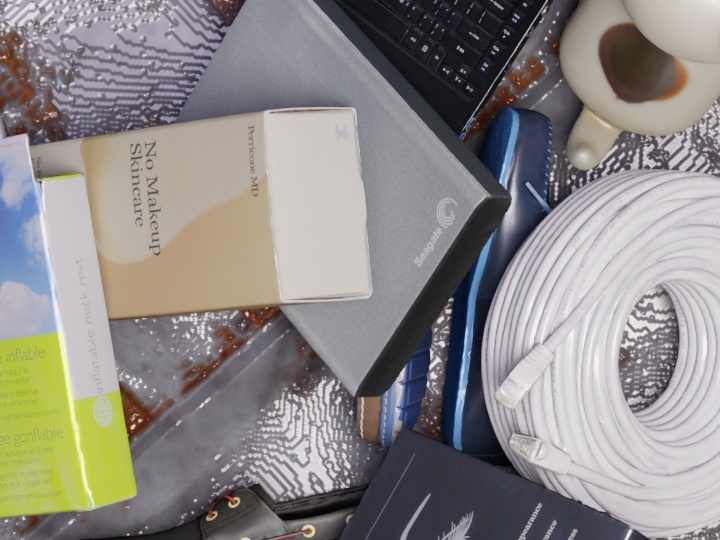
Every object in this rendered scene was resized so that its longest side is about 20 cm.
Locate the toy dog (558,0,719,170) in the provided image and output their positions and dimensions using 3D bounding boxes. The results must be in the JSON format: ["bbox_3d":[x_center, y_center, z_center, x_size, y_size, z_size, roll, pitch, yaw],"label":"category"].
[{"bbox_3d":[0.169,-0.153,1.545,0.194,0.200,0.140,-44,88,-10],"label":"toy dog"}]

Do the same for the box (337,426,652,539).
[{"bbox_3d":[0.074,0.188,1.516,0.104,0.200,0.148,35,82,-37],"label":"box"}]

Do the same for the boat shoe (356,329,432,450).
[{"bbox_3d":[0.000,0.000,1.624,0.072,0.072,0.201,0,87,11],"label":"boat shoe"}]

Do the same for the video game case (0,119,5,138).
[{"bbox_3d":[-0.250,0.012,1.634,0.143,0.018,0.201,-15,90,0],"label":"video game case"}]

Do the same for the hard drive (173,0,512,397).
[{"bbox_3d":[-0.017,-0.050,1.563,0.200,0.033,0.140,49,120,30],"label":"hard drive"}]

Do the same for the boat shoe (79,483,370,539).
[{"bbox_3d":[-0.062,0.148,1.614,0.200,0.074,0.063,-4,97,-8],"label":"boat shoe"}]

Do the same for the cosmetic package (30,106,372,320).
[{"bbox_3d":[-0.091,-0.027,1.559,0.200,0.071,0.106,-8,88,44],"label":"cosmetic package"}]

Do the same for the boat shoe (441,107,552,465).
[{"bbox_3d":[0.090,0.009,1.625,0.068,0.084,0.201,6,106,-8],"label":"boat shoe"}]

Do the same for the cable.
[{"bbox_3d":[0.160,0.046,1.580,0.200,0.069,0.200,40,74,-32],"label":"cable"}]

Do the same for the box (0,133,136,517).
[{"bbox_3d":[-0.195,0.032,1.569,0.122,0.048,0.201,-8,91,32],"label":"box"}]

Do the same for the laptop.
[{"bbox_3d":[0.012,-0.184,1.549,0.177,0.103,0.200,41,102,37],"label":"laptop"}]
